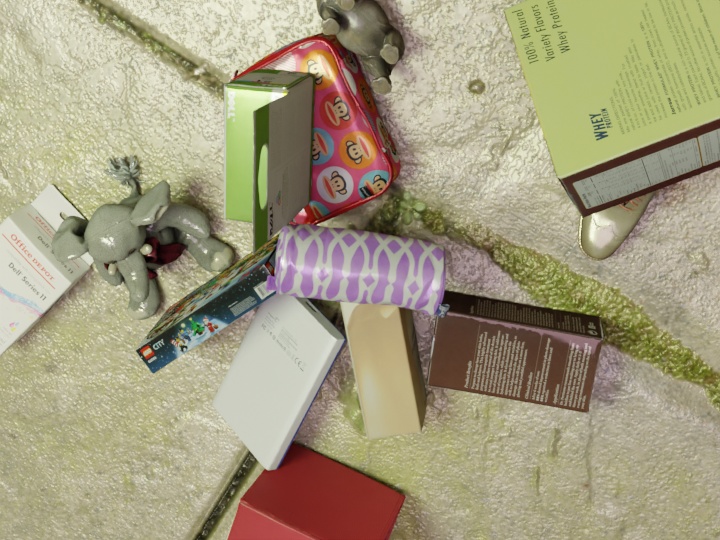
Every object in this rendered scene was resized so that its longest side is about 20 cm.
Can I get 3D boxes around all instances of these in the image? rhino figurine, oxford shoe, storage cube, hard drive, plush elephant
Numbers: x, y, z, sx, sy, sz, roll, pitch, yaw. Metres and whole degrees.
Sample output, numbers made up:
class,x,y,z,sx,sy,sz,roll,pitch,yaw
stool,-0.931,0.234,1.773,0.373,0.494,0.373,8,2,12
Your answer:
class,x,y,z,sx,sy,sz,roll,pitch,yaw
rhino figurine,-0.019,-0.291,1.180,0.059,0.088,0.200,-33,110,21
oxford shoe,0.299,-0.097,1.210,0.070,0.074,0.202,22,111,2
storage cube,-0.068,0.355,1.367,0.178,0.200,0.173,23,112,8
hard drive,-0.105,0.127,1.346,0.132,0.025,0.202,43,115,33
plush elephant,-0.269,-0.032,1.285,0.163,0.155,0.202,-22,104,16

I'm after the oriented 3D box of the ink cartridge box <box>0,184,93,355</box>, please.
class,x,y,z,sx,sy,sz,roll,pitch,yaw
ink cartridge box,-0.429,0.000,1.371,0.200,0.067,0.117,-41,98,20

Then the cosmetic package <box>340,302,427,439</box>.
class,x,y,z,sx,sy,sz,roll,pitch,yaw
cosmetic package,0.029,0.088,1.305,0.070,0.105,0.203,-8,109,10

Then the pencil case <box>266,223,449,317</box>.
class,x,y,z,sx,sy,sz,roll,pitch,yaw
pencil case,0.000,0.000,1.183,0.197,0.085,0.086,10,145,-7

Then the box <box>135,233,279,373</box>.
class,x,y,z,sx,sy,sz,roll,pitch,yaw
box,-0.167,0.035,1.301,0.199,0.137,0.038,-33,103,18

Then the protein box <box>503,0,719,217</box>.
class,x,y,z,sx,sy,sz,roll,pitch,yaw
protein box,0.279,-0.194,1.104,0.198,0.135,0.201,-20,69,16

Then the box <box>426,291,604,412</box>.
class,x,y,z,sx,sy,sz,roll,pitch,yaw
box,0.184,0.097,1.298,0.197,0.075,0.102,10,111,5

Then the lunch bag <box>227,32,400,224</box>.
class,x,y,z,sx,sy,sz,roll,pitch,yaw
lunch bag,-0.063,-0.159,1.252,0.174,0.082,0.202,-22,102,20

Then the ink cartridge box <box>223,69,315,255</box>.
class,x,y,z,sx,sy,sz,roll,pitch,yaw
ink cartridge box,-0.110,-0.119,1.124,0.075,0.200,0.150,7,110,12
